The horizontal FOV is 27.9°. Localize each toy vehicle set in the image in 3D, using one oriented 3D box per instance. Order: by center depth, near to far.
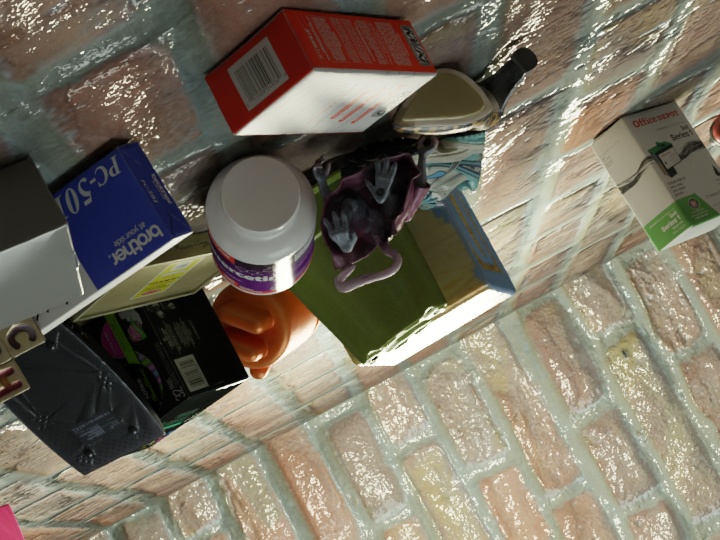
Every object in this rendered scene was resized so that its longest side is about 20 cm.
[{"bbox_3d":[-0.225,0.002,1.634,0.124,0.027,0.200,-36,167,35],"label":"toy vehicle set"}]

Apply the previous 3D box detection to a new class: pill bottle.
[{"bbox_3d":[-0.101,-0.049,1.481,0.112,0.113,0.200,-26,169,-9],"label":"pill bottle"}]

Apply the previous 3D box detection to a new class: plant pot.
[{"bbox_3d":[0.000,0.000,1.679,0.200,0.190,0.200,-36,171,-7],"label":"plant pot"}]

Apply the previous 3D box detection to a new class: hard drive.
[{"bbox_3d":[-0.326,0.137,1.642,0.134,0.200,0.042,-28,-148,17],"label":"hard drive"}]

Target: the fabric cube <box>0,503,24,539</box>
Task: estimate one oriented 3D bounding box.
[{"bbox_3d":[-0.699,0.554,2.536,0.199,0.201,0.196,-16,165,-39],"label":"fabric cube"}]

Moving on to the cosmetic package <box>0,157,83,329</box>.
[{"bbox_3d":[-0.332,0.002,1.163,0.199,0.090,0.107,-26,150,-21],"label":"cosmetic package"}]

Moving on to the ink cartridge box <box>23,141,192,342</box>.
[{"bbox_3d":[-0.253,-0.020,1.278,0.200,0.094,0.044,-32,179,21],"label":"ink cartridge box"}]

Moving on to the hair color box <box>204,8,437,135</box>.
[{"bbox_3d":[-0.030,-0.168,1.250,0.101,0.061,0.200,-35,166,30],"label":"hair color box"}]

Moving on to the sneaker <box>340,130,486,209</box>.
[{"bbox_3d":[0.066,-0.105,1.626,0.199,0.087,0.077,-16,-160,-34],"label":"sneaker"}]

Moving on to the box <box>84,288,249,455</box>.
[{"bbox_3d":[-0.267,0.126,1.771,0.200,0.149,0.124,-35,169,32],"label":"box"}]

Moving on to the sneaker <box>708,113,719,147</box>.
[{"bbox_3d":[0.686,-0.277,2.479,0.200,0.071,0.098,-29,170,-9],"label":"sneaker"}]

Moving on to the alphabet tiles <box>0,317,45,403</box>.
[{"bbox_3d":[-0.385,0.067,1.253,0.199,0.167,0.006,-27,-154,-4],"label":"alphabet tiles"}]

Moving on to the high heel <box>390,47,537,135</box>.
[{"bbox_3d":[0.090,-0.161,1.550,0.199,0.072,0.143,-27,169,-32],"label":"high heel"}]

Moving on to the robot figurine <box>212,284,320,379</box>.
[{"bbox_3d":[-0.119,0.056,1.861,0.116,0.144,0.200,-21,-174,26],"label":"robot figurine"}]

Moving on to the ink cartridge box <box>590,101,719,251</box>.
[{"bbox_3d":[0.466,-0.146,2.203,0.146,0.201,0.084,-20,163,-40],"label":"ink cartridge box"}]

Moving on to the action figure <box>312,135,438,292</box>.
[{"bbox_3d":[0.028,-0.061,1.489,0.133,0.150,0.200,-14,176,6],"label":"action figure"}]

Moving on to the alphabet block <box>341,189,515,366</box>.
[{"bbox_3d":[0.057,-0.007,1.860,0.199,0.196,0.196,-32,167,12],"label":"alphabet block"}]
